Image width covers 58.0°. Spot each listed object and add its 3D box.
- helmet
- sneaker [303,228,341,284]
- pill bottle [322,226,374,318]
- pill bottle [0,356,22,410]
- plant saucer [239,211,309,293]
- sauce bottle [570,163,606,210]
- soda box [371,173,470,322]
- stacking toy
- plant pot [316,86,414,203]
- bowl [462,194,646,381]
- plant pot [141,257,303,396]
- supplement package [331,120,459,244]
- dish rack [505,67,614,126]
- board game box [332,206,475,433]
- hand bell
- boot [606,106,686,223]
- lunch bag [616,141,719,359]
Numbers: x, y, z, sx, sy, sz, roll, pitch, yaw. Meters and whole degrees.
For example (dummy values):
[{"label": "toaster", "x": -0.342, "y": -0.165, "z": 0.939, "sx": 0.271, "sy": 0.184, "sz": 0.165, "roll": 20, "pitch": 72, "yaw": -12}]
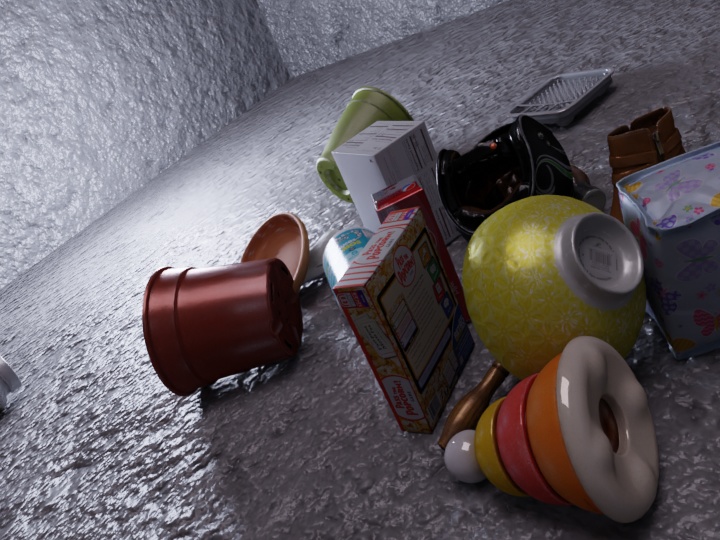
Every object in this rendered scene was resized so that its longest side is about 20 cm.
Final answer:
[{"label": "helmet", "x": 0.213, "y": -0.120, "z": 0.930, "sx": 0.195, "sy": 0.207, "sz": 0.189, "roll": -8, "pitch": -6, "yaw": 34}, {"label": "sneaker", "x": -0.090, "y": -0.005, "z": 1.193, "sx": 0.197, "sy": 0.072, "sz": 0.074, "roll": -29, "pitch": 51, "yaw": 25}, {"label": "pill bottle", "x": 0.000, "y": 0.000, "z": 1.019, "sx": 0.109, "sy": 0.113, "sz": 0.201, "roll": -27, "pitch": 24, "yaw": -2}, {"label": "pill bottle", "x": -0.798, "y": 0.268, "z": 1.314, "sx": 0.110, "sy": 0.115, "sz": 0.200, "roll": 1, "pitch": 37, "yaw": 45}, {"label": "plant saucer", "x": -0.155, "y": -0.005, "z": 1.176, "sx": 0.197, "sy": 0.037, "sz": 0.206, "roll": -24, "pitch": 54, "yaw": 37}, {"label": "sauce bottle", "x": 0.316, "y": -0.135, "z": 1.012, "sx": 0.063, "sy": 0.066, "sz": 0.201, "roll": -25, "pitch": 26, "yaw": 3}, {"label": "soda box", "x": 0.083, "y": -0.016, "z": 0.856, "sx": 0.068, "sy": 0.204, "sz": 0.064, "roll": -24, "pitch": 24, "yaw": 4}, {"label": "stacking toy", "x": 0.150, "y": 0.154, "z": 0.587, "sx": 0.198, "sy": 0.147, "sz": 0.147, "roll": -26, "pitch": 19, "yaw": 41}, {"label": "plant pot", "x": 0.004, "y": -0.263, "z": 1.447, "sx": 0.194, "sy": 0.202, "sz": 0.198, "roll": -51, "pitch": 32, "yaw": -20}, {"label": "bowl", "x": 0.208, "y": 0.005, "z": 0.630, "sx": 0.200, "sy": 0.201, "sz": 0.108, "roll": -41, "pitch": -4, "yaw": -29}, {"label": "plant pot", "x": -0.200, "y": 0.076, "z": 1.004, "sx": 0.189, "sy": 0.206, "sz": 0.202, "roll": -11, "pitch": 27, "yaw": 12}, {"label": "supplement package", "x": 0.062, "y": -0.135, "z": 1.102, "sx": 0.110, "sy": 0.204, "sz": 0.155, "roll": -34, "pitch": 25, "yaw": -19}, {"label": "dish rack", "x": 0.417, "y": -0.352, "z": 1.345, "sx": 0.199, "sy": 0.044, "sz": 0.170, "roll": -40, "pitch": 27, "yaw": -24}, {"label": "board game box", "x": 0.059, "y": 0.056, "z": 0.746, "sx": 0.045, "sy": 0.204, "sz": 0.152, "roll": -6, "pitch": 31, "yaw": 36}, {"label": "hand bell", "x": 0.149, "y": 0.114, "z": 0.712, "sx": 0.201, "sy": 0.105, "sz": 0.103, "roll": -48, "pitch": 30, "yaw": -14}, {"label": "boot", "x": 0.329, "y": -0.094, "z": 0.808, "sx": 0.198, "sy": 0.158, "sz": 0.073, "roll": -34, "pitch": 26, "yaw": -16}, {"label": "lunch bag", "x": 0.373, "y": -0.035, "z": 0.638, "sx": 0.195, "sy": 0.172, "sz": 0.129, "roll": -21, "pitch": 32, "yaw": 11}]
